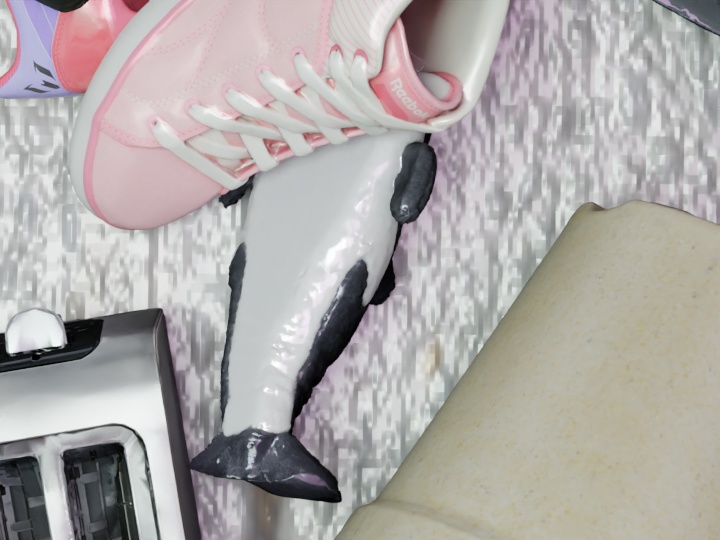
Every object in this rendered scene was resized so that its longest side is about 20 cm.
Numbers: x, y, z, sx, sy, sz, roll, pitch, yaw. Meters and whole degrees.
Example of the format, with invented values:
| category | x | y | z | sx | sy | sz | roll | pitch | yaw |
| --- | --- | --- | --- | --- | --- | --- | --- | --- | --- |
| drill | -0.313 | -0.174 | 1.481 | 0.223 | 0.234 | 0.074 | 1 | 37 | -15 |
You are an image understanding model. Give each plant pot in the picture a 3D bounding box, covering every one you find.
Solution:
| category | x | y | z | sx | sy | sz | roll | pitch | yaw |
| --- | --- | --- | --- | --- | --- | --- | --- | --- | --- |
| plant pot | 0.103 | 0.083 | 0.994 | 0.200 | 0.200 | 0.184 | 29 | 77 | -3 |

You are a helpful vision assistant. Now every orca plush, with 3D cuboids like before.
| category | x | y | z | sx | sy | sz | roll | pitch | yaw |
| --- | --- | --- | --- | --- | --- | --- | --- | --- | --- |
| orca plush | 0.000 | 0.000 | 1.031 | 0.105 | 0.071 | 0.200 | -15 | 56 | 33 |

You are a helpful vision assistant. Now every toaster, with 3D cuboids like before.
| category | x | y | z | sx | sy | sz | roll | pitch | yaw |
| --- | --- | --- | --- | --- | --- | --- | --- | --- | --- |
| toaster | -0.150 | 0.119 | 1.001 | 0.180 | 0.119 | 0.200 | -9 | 91 | -3 |

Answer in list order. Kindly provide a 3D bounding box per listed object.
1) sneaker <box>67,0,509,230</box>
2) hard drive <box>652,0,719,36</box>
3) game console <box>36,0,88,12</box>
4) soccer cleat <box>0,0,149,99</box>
| category | x | y | z | sx | sy | sz | roll | pitch | yaw |
| --- | --- | --- | --- | --- | --- | --- | --- | --- | --- |
| sneaker | -0.024 | -0.072 | 0.988 | 0.200 | 0.075 | 0.105 | -45 | 48 | 12 |
| hard drive | 0.170 | -0.154 | 1.058 | 0.200 | 0.042 | 0.135 | 26 | 89 | -4 |
| game console | -0.176 | -0.212 | 0.961 | 0.176 | 0.116 | 0.200 | 6 | 108 | -18 |
| soccer cleat | -0.133 | -0.166 | 1.033 | 0.076 | 0.067 | 0.200 | -16 | 91 | 8 |
